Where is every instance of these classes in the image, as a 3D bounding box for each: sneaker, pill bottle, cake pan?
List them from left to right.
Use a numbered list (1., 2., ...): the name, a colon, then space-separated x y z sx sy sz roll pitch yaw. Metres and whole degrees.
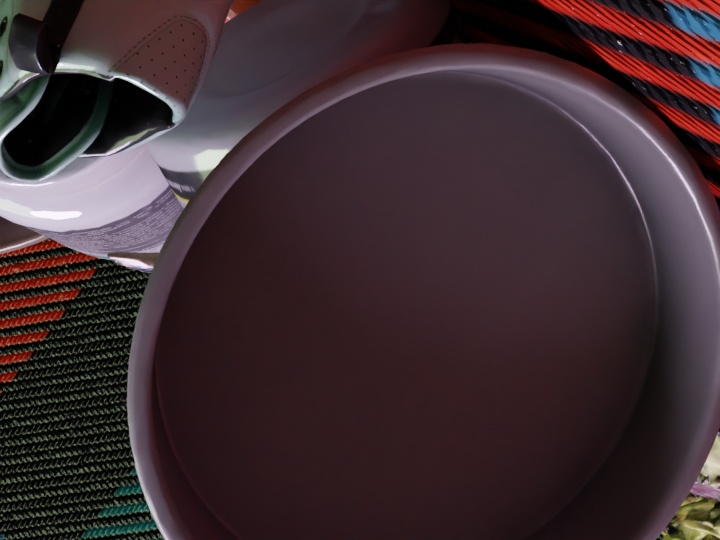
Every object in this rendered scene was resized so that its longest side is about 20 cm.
1. sneaker: -0.118 -0.089 0.619 0.200 0.119 0.074 2 157 40
2. pill bottle: -0.112 -0.068 0.811 0.113 0.113 0.200 38 179 6
3. pill bottle: 0.018 0.003 0.692 0.201 0.114 0.114 60 171 -25
4. cake pan: 0.022 0.026 0.617 0.200 0.201 0.037 37 -178 -25

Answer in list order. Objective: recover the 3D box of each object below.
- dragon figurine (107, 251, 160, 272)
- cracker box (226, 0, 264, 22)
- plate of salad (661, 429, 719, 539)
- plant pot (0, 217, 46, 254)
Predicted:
1. dragon figurine: -0.039 0.006 0.794 0.059 0.100 0.200 38 -149 11
2. cracker box: -0.019 -0.101 0.821 0.134 0.058 0.200 39 179 -20
3. plate of salad: 0.159 0.075 0.729 0.199 0.048 0.200 28 153 16
4. plant pot: -0.246 -0.122 1.118 0.200 0.199 0.174 37 -140 -59
